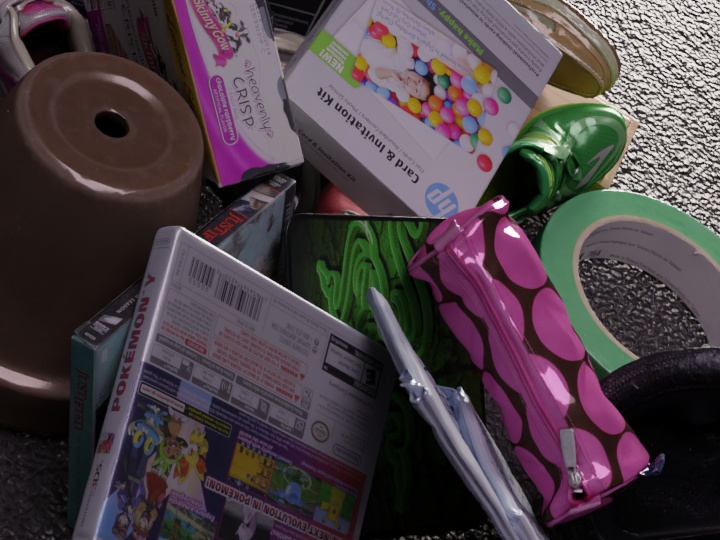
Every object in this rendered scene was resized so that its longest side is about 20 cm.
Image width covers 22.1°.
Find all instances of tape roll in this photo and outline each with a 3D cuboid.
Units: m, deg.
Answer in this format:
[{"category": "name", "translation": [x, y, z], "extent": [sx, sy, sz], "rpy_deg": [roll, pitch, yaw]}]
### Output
[{"category": "tape roll", "translation": [0.210, 0.033, 1.348], "extent": [0.199, 0.048, 0.202], "rpy_deg": [16, 46, -17]}]

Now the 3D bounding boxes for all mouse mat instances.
[{"category": "mouse mat", "translation": [0.020, 0.066, 1.153], "extent": [0.160, 0.007, 0.202], "rpy_deg": [0, 83, -40]}]

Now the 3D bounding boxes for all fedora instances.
[{"category": "fedora", "translation": [0.226, 0.136, 1.220], "extent": [0.200, 0.202, 0.092], "rpy_deg": [34, 8, 1]}]

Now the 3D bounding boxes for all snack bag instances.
[{"category": "snack bag", "translation": [0.069, 0.109, 1.080], "extent": [0.201, 0.021, 0.189], "rpy_deg": [57, 3, -19]}]

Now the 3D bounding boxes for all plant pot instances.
[{"category": "plant pot", "translation": [-0.170, -0.031, 1.096], "extent": [0.198, 0.175, 0.202], "rpy_deg": [17, 45, -18]}]

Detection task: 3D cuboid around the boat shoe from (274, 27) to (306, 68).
[{"category": "boat shoe", "translation": [-0.011, -0.121, 1.348], "extent": [0.198, 0.075, 0.074], "rpy_deg": [6, 62, -13]}]

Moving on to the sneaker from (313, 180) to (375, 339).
[{"category": "sneaker", "translation": [0.000, 0.000, 1.228], "extent": [0.073, 0.087, 0.201], "rpy_deg": [21, 45, -14]}]

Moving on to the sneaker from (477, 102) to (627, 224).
[{"category": "sneaker", "translation": [0.124, -0.066, 1.341], "extent": [0.199, 0.083, 0.075], "rpy_deg": [-24, 110, -28]}]

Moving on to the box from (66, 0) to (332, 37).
[{"category": "box", "translation": [-0.096, -0.273, 1.331], "extent": [0.198, 0.199, 0.124], "rpy_deg": [14, 47, -20]}]

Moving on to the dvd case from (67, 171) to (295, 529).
[{"category": "dvd case", "translation": [-0.104, 0.046, 1.090], "extent": [0.022, 0.147, 0.200], "rpy_deg": [24, 39, 20]}]

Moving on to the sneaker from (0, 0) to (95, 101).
[{"category": "sneaker", "translation": [-0.228, -0.160, 1.236], "extent": [0.200, 0.088, 0.081], "rpy_deg": [47, 46, 15]}]

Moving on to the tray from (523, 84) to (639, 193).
[{"category": "tray", "translation": [0.117, -0.135, 1.450], "extent": [0.199, 0.037, 0.099], "rpy_deg": [33, 44, -1]}]

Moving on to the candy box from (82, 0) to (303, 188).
[{"category": "candy box", "translation": [-0.112, -0.128, 1.166], "extent": [0.060, 0.200, 0.138], "rpy_deg": [-18, 101, -21]}]

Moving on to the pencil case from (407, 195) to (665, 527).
[{"category": "pencil case", "translation": [0.102, 0.055, 1.133], "extent": [0.201, 0.090, 0.094], "rpy_deg": [60, 25, 4]}]

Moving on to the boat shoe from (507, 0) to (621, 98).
[{"category": "boat shoe", "translation": [0.103, -0.184, 1.421], "extent": [0.199, 0.072, 0.076], "rpy_deg": [32, 58, 9]}]

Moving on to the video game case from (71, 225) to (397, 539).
[{"category": "video game case", "translation": [-0.063, 0.098, 1.042], "extent": [0.199, 0.023, 0.184], "rpy_deg": [32, 63, -43]}]

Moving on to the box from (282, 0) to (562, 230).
[{"category": "box", "translation": [0.038, -0.129, 1.257], "extent": [0.156, 0.041, 0.201], "rpy_deg": [41, 55, -12]}]

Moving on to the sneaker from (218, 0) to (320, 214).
[{"category": "sneaker", "translation": [-0.084, -0.118, 1.257], "extent": [0.075, 0.079, 0.202], "rpy_deg": [-19, 77, 6]}]
